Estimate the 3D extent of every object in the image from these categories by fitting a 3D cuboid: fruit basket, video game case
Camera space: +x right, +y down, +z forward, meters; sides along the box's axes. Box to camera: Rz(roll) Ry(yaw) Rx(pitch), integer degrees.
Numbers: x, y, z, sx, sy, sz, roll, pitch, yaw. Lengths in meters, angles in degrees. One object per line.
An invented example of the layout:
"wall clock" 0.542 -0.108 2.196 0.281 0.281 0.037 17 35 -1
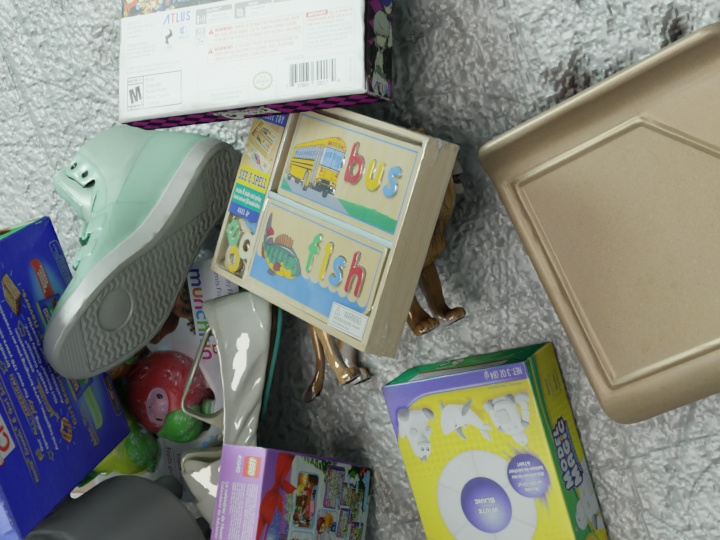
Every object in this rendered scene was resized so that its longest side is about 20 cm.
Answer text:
"fruit basket" -0.170 0.086 1.162 0.199 0.094 0.187 1 105 28
"video game case" -0.069 -0.189 1.012 0.199 0.036 0.183 -4 82 33

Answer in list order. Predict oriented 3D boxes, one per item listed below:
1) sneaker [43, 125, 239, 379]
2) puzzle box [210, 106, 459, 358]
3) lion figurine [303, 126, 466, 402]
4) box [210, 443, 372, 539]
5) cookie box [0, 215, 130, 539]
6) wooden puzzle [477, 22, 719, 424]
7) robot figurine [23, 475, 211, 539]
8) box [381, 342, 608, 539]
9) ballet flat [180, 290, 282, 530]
"sneaker" -0.179 -0.017 1.094 0.118 0.201 0.074 15 149 32
"puzzle box" -0.022 -0.037 0.996 0.200 0.025 0.134 24 98 54
"lion figurine" 0.000 0.000 1.042 0.200 0.072 0.123 -35 79 38
"box" -0.052 0.223 1.059 0.039 0.137 0.202 1 79 31
"cookie box" -0.243 0.070 1.036 0.075 0.200 0.172 -17 99 15
"wooden puzzle" 0.187 -0.023 0.941 0.184 0.037 0.201 -26 94 35
"robot figurine" -0.179 0.214 1.071 0.170 0.200 0.113 45 124 10
"box" 0.096 0.157 1.044 0.117 0.048 0.201 -13 99 35
"ballet flat" -0.094 0.112 1.096 0.069 0.069 0.202 8 96 30
